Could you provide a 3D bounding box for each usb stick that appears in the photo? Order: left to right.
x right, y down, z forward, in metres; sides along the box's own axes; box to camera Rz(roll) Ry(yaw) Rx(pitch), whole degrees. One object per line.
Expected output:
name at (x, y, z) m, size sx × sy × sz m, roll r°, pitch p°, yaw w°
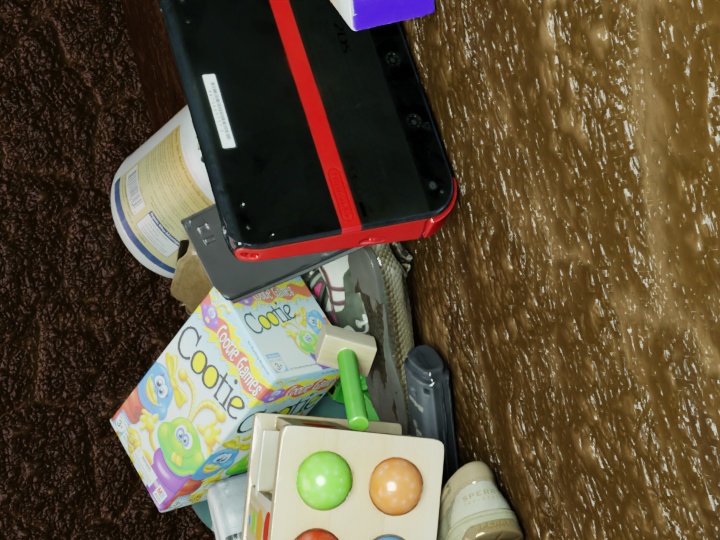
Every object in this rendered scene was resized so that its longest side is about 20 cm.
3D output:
usb stick at (0.063, 0.157, 1.087) m, size 0.056 × 0.032 × 0.203 m, roll -124°, pitch 24°, yaw -59°

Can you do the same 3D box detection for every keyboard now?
keyboard at (-0.049, -0.064, 0.987) m, size 0.128 × 0.198 × 0.021 m, roll 63°, pitch -157°, yaw -9°

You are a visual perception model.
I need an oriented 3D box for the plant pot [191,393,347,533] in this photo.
plant pot at (-0.067, 0.158, 1.326) m, size 0.201 × 0.197 × 0.163 m, roll -122°, pitch 36°, yaw -54°

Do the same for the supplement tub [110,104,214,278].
supplement tub at (-0.135, -0.092, 1.278) m, size 0.199 × 0.143 × 0.146 m, roll -32°, pitch 70°, yaw 42°

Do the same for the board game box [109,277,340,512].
board game box at (-0.116, 0.108, 1.176) m, size 0.200 × 0.104 × 0.104 m, roll -49°, pitch 64°, yaw 32°

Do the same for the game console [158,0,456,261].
game console at (-0.033, -0.109, 0.898) m, size 0.031 × 0.174 × 0.203 m, roll -49°, pitch 56°, yaw 59°

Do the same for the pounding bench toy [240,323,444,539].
pounding bench toy at (-0.013, 0.143, 1.004) m, size 0.156 × 0.122 × 0.204 m, roll 171°, pitch 105°, yaw -77°

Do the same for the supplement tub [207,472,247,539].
supplement tub at (-0.029, 0.224, 1.184) m, size 0.122 × 0.197 × 0.124 m, roll 166°, pitch 90°, yaw -78°

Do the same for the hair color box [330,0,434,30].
hair color box at (-0.013, -0.257, 0.902) m, size 0.201 × 0.064 × 0.111 m, roll -118°, pitch 18°, yaw -53°

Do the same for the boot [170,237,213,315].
boot at (-0.145, 0.022, 1.280) m, size 0.201 × 0.074 × 0.075 m, roll 105°, pitch 167°, yaw -59°

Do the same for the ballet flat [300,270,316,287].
ballet flat at (-0.047, -0.041, 1.196) m, size 0.068 × 0.063 × 0.201 m, roll 55°, pitch 143°, yaw 23°

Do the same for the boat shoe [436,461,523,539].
boat shoe at (0.076, 0.212, 1.024) m, size 0.201 × 0.070 × 0.065 m, roll 113°, pitch 147°, yaw -54°

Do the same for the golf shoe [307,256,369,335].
golf shoe at (0.000, 0.000, 1.147) m, size 0.088 × 0.077 × 0.201 m, roll 51°, pitch 163°, yaw 21°

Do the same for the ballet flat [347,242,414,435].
ballet flat at (0.029, 0.058, 1.102) m, size 0.067 × 0.046 × 0.203 m, roll 27°, pitch 135°, yaw 51°

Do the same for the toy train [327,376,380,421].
toy train at (-0.018, 0.088, 1.236) m, size 0.200 × 0.041 × 0.057 m, roll 42°, pitch 116°, yaw 45°
